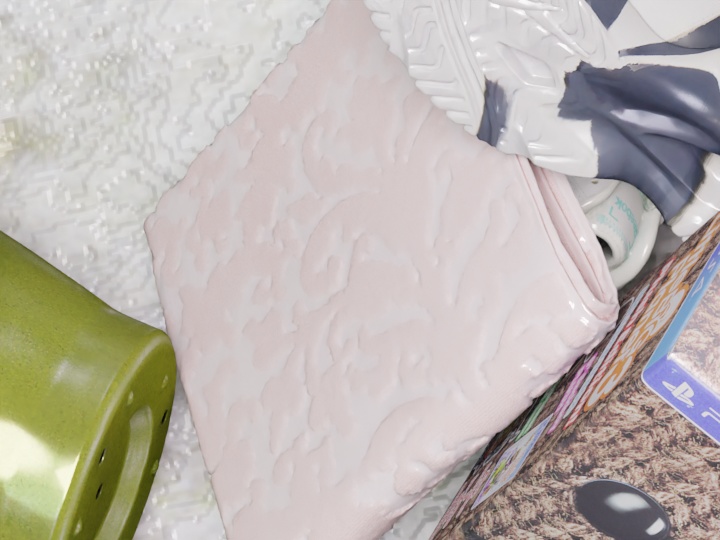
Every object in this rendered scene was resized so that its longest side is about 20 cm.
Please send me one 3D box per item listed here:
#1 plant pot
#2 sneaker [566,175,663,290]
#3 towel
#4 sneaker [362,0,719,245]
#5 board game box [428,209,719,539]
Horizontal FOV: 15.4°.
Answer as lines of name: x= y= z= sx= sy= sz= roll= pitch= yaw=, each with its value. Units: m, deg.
plant pot: x=-0.179 y=0.054 z=1.012 sx=0.192 sy=0.200 sz=0.202 roll=18 pitch=90 yaw=8
sneaker: x=0.095 y=-0.032 z=1.006 sx=0.070 sy=0.080 sz=0.201 roll=43 pitch=77 yaw=-21
towel: x=0.000 y=0.000 z=0.987 sx=0.200 sy=0.032 sz=0.192 roll=-46 pitch=49 yaw=34
sneaker: x=0.097 y=-0.094 z=0.923 sx=0.198 sy=0.130 sz=0.080 roll=28 pitch=132 yaw=2
board game box: x=0.137 y=0.082 z=0.895 sx=0.159 sy=0.200 sz=0.097 roll=38 pitch=56 yaw=-3
